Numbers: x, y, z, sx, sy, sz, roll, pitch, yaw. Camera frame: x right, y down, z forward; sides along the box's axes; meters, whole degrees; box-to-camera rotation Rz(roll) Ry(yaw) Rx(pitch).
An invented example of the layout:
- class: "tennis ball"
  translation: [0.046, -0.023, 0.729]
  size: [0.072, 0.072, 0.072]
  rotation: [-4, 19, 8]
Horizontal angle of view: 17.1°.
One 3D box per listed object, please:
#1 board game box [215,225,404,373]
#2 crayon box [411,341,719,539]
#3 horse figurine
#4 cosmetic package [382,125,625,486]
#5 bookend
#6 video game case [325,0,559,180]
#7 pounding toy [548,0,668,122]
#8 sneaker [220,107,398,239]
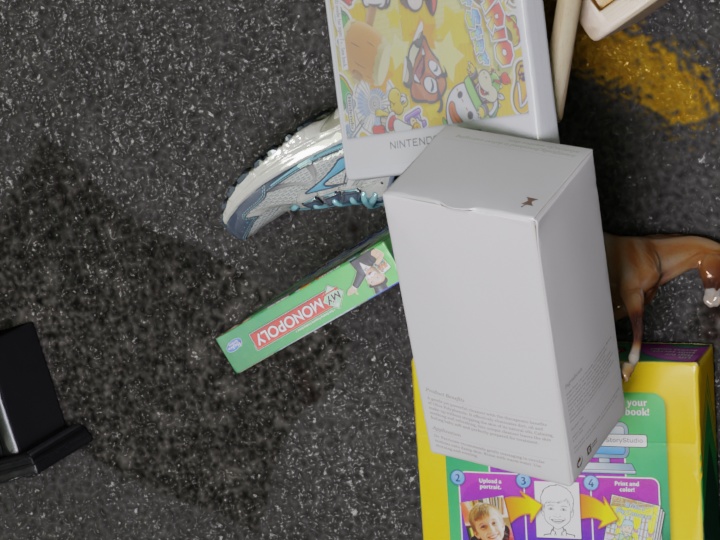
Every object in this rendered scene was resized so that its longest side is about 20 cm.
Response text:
- class: "board game box"
  translation: [0.000, 0.000, 1.569]
  size: [0.134, 0.200, 0.029]
  rotation: [-29, 93, 24]
- class: "crayon box"
  translation: [0.140, 0.137, 1.624]
  size: [0.199, 0.058, 0.174]
  rotation: [1, 101, 20]
- class: "horse figurine"
  translation: [0.138, 0.008, 1.579]
  size: [0.199, 0.133, 0.050]
  rotation: [15, 149, 29]
- class: "cosmetic package"
  translation: [0.090, 0.022, 1.462]
  size: [0.107, 0.085, 0.201]
  rotation: [13, 129, 29]
- class: "bookend"
  translation: [-0.329, 0.067, 1.769]
  size: [0.199, 0.092, 0.200]
  rotation: [-14, 96, 22]
- class: "video game case"
  translation: [0.044, -0.163, 1.506]
  size: [0.181, 0.023, 0.201]
  rotation: [-5, 93, 49]
- class: "pounding toy"
  translation: [0.161, -0.228, 1.487]
  size: [0.200, 0.142, 0.185]
  rotation: [-34, 88, 24]
- class: "sneaker"
  translation: [-0.009, -0.069, 1.626]
  size: [0.200, 0.078, 0.087]
  rotation: [-36, 91, 24]
